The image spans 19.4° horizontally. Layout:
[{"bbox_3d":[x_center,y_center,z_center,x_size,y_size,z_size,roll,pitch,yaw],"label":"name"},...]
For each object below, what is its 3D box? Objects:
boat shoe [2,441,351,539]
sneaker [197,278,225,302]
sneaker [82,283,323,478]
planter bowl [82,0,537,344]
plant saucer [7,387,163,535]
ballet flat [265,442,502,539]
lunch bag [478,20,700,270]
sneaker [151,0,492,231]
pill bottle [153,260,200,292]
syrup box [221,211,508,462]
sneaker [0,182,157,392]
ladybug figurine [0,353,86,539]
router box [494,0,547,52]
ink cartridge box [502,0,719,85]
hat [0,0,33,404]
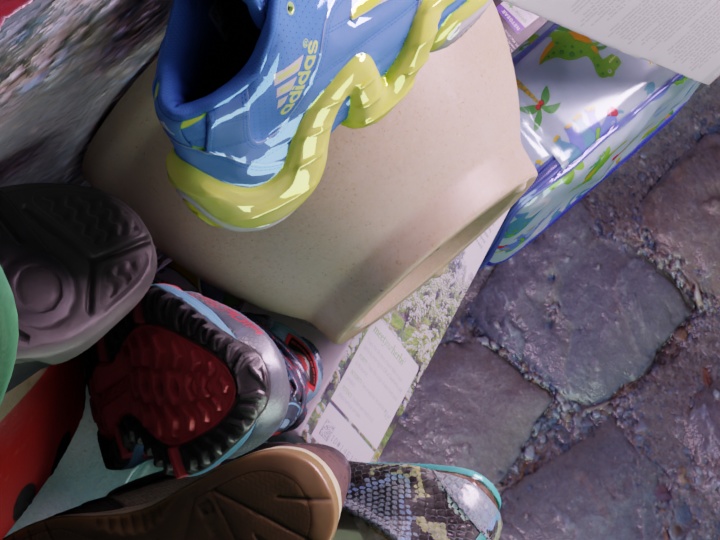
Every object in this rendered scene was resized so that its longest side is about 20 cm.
[{"bbox_3d":[-0.090,0.129,0.946,0.198,0.074,0.065,-19,179,20],"label":"boat shoe"},{"bbox_3d":[-0.029,-0.048,1.169,0.200,0.075,0.084,-52,176,15],"label":"sneaker"},{"bbox_3d":[-0.058,0.040,0.912,0.095,0.080,0.200,-13,-179,-20],"label":"sneaker"},{"bbox_3d":[-0.005,-0.055,0.942,0.200,0.135,0.200,-40,175,-4],"label":"planter bowl"},{"bbox_3d":[-0.099,0.117,1.093,0.200,0.039,0.203,-25,130,-34],"label":"plant saucer"},{"bbox_3d":[-0.027,0.119,0.984,0.199,0.075,0.074,-2,-157,42],"label":"ballet flat"},{"bbox_3d":[0.123,-0.093,1.228,0.200,0.083,0.161,-40,174,-17],"label":"lunch bag"},{"bbox_3d":[-0.008,-0.110,0.792,0.201,0.075,0.105,-57,156,-10],"label":"sneaker"},{"bbox_3d":[-0.111,0.062,1.277,0.199,0.113,0.112,-38,174,-15],"label":"pill bottle"},{"bbox_3d":[0.000,0.000,1.056,0.201,0.081,0.079,-62,148,-16],"label":"syrup box"},{"bbox_3d":[-0.176,0.036,0.842,0.199,0.077,0.114,-34,175,-23],"label":"sneaker"},{"bbox_3d":[-0.185,0.085,0.959,0.135,0.072,0.201,-30,-160,47],"label":"ladybug figurine"},{"bbox_3d":[0.059,-0.113,1.333,0.157,0.052,0.200,-39,174,-14],"label":"router box"},{"bbox_3d":[0.152,-0.168,1.079,0.199,0.051,0.109,14,132,-47],"label":"ink cartridge box"},{"bbox_3d":[-0.180,-0.032,0.557,0.165,0.177,0.199,-40,137,22],"label":"hat"}]
